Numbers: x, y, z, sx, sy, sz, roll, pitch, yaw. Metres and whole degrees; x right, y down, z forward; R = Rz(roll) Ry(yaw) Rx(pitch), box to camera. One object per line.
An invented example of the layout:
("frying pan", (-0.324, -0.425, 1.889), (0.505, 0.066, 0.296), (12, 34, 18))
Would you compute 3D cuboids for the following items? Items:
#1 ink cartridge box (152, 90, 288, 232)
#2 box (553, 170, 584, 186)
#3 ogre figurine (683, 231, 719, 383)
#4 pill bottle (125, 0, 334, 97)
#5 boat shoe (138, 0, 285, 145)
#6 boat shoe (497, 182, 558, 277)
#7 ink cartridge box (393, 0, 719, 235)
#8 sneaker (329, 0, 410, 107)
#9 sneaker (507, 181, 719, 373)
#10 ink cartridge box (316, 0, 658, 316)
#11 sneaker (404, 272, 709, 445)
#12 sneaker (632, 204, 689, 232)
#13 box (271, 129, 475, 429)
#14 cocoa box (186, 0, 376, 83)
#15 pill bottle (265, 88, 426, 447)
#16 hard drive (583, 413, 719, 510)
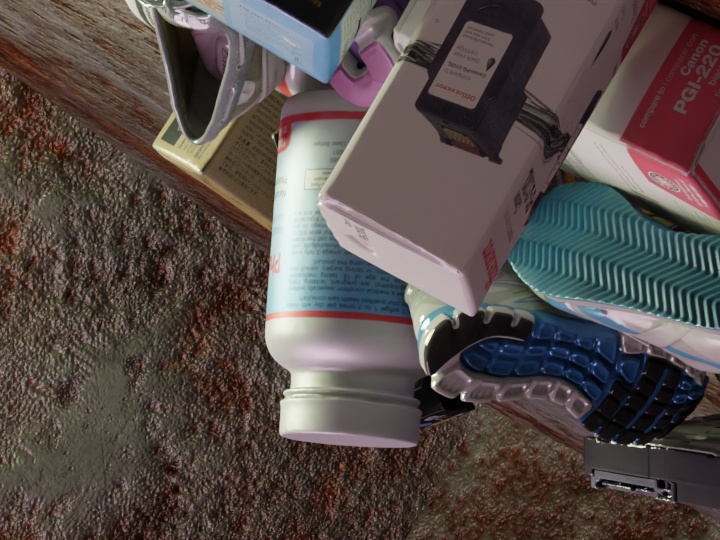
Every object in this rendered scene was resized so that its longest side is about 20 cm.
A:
("ink cartridge box", (-0.023, -0.099, 1.937), (0.200, 0.165, 0.075), (36, 175, -39))
("box", (0.078, -0.072, 1.772), (0.158, 0.048, 0.201), (37, 155, 36))
("ogre figurine", (0.270, 0.031, 1.574), (0.098, 0.199, 0.120), (-82, -23, -61))
("pill bottle", (-0.076, -0.188, 1.700), (0.199, 0.116, 0.116), (29, 174, 29))
("boat shoe", (-0.089, -0.140, 1.553), (0.074, 0.065, 0.202), (33, 162, 17))
("boat shoe", (0.084, -0.015, 1.693), (0.200, 0.071, 0.091), (38, 158, 51))
("ink cartridge box", (0.136, -0.099, 1.516), (0.199, 0.085, 0.146), (26, 173, 29))
("sneaker", (-0.020, -0.192, 1.570), (0.200, 0.088, 0.080), (52, 149, -3))
("sneaker", (0.162, 0.012, 1.517), (0.200, 0.077, 0.081), (24, 164, 45))
("ink cartridge box", (0.068, -0.088, 1.366), (0.084, 0.201, 0.145), (30, 175, 9))
("sneaker", (0.112, 0.038, 1.582), (0.199, 0.075, 0.087), (18, -156, -30))
("sneaker", (0.236, -0.019, 1.652), (0.199, 0.077, 0.075), (7, 158, 44))
("box", (0.010, 0.004, 1.756), (0.159, 0.046, 0.201), (20, -131, -80))
("cocoa box", (-0.068, -0.207, 1.399), (0.199, 0.132, 0.133), (31, 174, 2))
("pill bottle", (0.000, 0.000, 1.619), (0.108, 0.201, 0.109), (4, 172, 1))
("hard drive", (0.252, 0.110, 1.665), (0.199, 0.038, 0.139), (-5, -174, -34))
